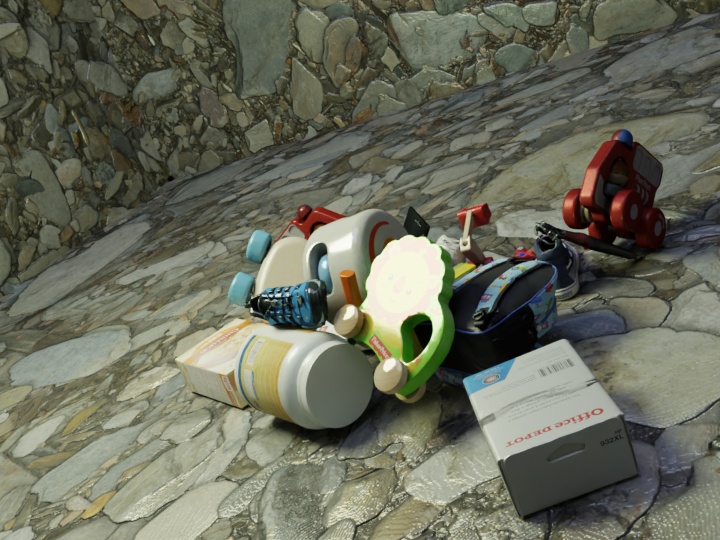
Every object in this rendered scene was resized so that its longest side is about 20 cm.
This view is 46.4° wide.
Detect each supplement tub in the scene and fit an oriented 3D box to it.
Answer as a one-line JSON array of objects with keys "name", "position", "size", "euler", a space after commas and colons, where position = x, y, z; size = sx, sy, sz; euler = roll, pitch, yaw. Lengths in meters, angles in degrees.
[{"name": "supplement tub", "position": [-0.088, 0.161, 1.284], "size": [0.144, 0.145, 0.199], "euler": [-34, 22, -30]}]

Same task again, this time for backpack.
[{"name": "backpack", "position": [0.198, 0.068, 1.227], "size": [0.200, 0.135, 0.182], "euler": [-34, 22, -29]}]

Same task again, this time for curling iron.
[{"name": "curling iron", "position": [0.361, -0.042, 1.345], "size": [0.199, 0.026, 0.050], "euler": [15, 28, -23]}]

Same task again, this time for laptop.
[{"name": "laptop", "position": [0.048, -0.029, 1.700], "size": [0.103, 0.201, 0.177], "euler": [14, 15, -13]}]

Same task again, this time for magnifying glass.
[{"name": "magnifying glass", "position": [0.001, 0.090, 1.293], "size": [0.079, 0.201, 0.022], "euler": [8, 37, 36]}]

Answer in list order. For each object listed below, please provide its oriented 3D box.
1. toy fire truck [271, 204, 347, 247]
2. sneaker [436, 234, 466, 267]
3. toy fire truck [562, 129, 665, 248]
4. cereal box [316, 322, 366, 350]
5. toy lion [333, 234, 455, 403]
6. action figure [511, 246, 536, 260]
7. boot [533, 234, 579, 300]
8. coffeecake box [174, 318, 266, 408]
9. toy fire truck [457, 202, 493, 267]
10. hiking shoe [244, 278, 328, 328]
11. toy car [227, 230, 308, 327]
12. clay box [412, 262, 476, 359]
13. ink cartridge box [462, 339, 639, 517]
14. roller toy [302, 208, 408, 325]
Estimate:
[{"name": "toy fire truck", "position": [-0.088, -0.049, 1.759], "size": [0.200, 0.168, 0.112], "euler": [-49, -1, 40]}, {"name": "sneaker", "position": [0.147, -0.022, 1.492], "size": [0.076, 0.081, 0.200], "euler": [21, 3, 9]}, {"name": "toy fire truck", "position": [0.427, -0.134, 1.377], "size": [0.112, 0.199, 0.169], "euler": [6, 77, 46]}, {"name": "cereal box", "position": [0.015, 0.081, 1.481], "size": [0.199, 0.040, 0.144], "euler": [-15, 32, 38]}, {"name": "toy lion", "position": [0.065, 0.053, 1.175], "size": [0.192, 0.069, 0.200], "euler": [-50, 45, 10]}, {"name": "action figure", "position": [0.265, 0.007, 1.431], "size": [0.066, 0.052, 0.200], "euler": [-59, -2, 31]}, {"name": "boot", "position": [0.328, -0.032, 1.418], "size": [0.072, 0.091, 0.200], "euler": [-18, 20, 13]}, {"name": "coffeecake box", "position": [-0.221, 0.164, 1.534], "size": [0.153, 0.073, 0.199], "euler": [-34, 23, -32]}, {"name": "toy fire truck", "position": [0.199, -0.019, 1.448], "size": [0.048, 0.142, 0.200], "euler": [-13, 21, 25]}, {"name": "hiking shoe", "position": [-0.110, 0.057, 1.283], "size": [0.086, 0.075, 0.200], "euler": [-6, -5, -24]}, {"name": "toy car", "position": [-0.141, 0.041, 1.648], "size": [0.200, 0.183, 0.178], "euler": [98, -169, -73]}, {"name": "clay box", "position": [0.111, 0.085, 1.311], "size": [0.199, 0.115, 0.048], "euler": [-29, 20, -21]}, {"name": "ink cartridge box", "position": [0.217, 0.179, 0.990], "size": [0.144, 0.084, 0.200], "euler": [-21, 19, 3]}, {"name": "roller toy", "position": [0.000, 0.000, 1.376], "size": [0.139, 0.183, 0.200], "euler": [-18, 30, 34]}]
